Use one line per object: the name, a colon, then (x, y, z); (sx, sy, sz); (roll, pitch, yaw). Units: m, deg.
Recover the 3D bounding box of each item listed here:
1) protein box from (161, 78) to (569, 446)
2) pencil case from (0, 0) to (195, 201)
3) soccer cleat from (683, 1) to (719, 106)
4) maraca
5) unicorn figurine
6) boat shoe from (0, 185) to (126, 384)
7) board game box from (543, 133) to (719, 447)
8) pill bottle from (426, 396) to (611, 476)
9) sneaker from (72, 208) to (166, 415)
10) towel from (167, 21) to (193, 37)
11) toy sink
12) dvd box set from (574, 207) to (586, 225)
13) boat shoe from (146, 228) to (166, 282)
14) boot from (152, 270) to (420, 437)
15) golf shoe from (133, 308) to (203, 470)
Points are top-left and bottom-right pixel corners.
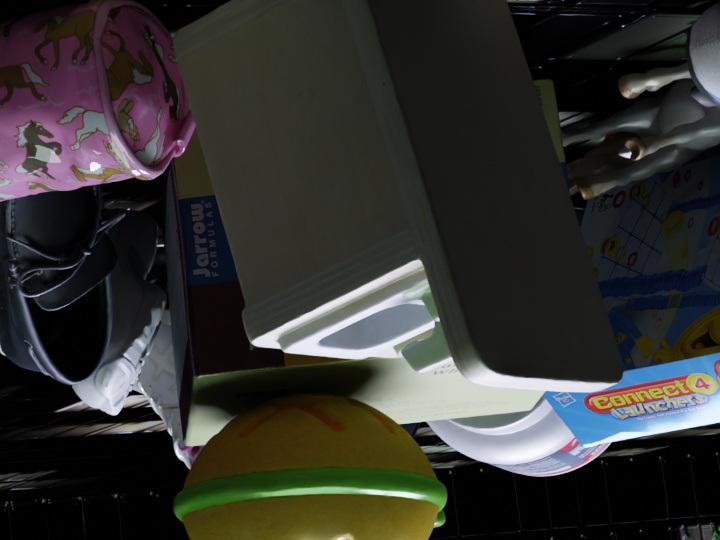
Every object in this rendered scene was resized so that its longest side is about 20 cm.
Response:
protein box: (0.000, 0.000, 1.486); (0.198, 0.136, 0.200); (-6, 168, -6)
pencil case: (-0.174, -0.065, 1.287); (0.199, 0.083, 0.086); (-12, 169, 26)
soccer cleat: (0.250, -0.101, 1.414); (0.199, 0.070, 0.086); (1, 168, -41)
maraca: (-0.022, 0.120, 1.446); (0.137, 0.107, 0.200); (-1, 169, 8)
unicorn figurine: (0.188, -0.081, 1.536); (0.137, 0.074, 0.200); (-13, -171, -29)
boat shoe: (-0.155, -0.016, 1.442); (0.075, 0.062, 0.200); (-34, 148, -30)
board game box: (0.213, -0.010, 1.584); (0.195, 0.200, 0.056); (-13, 132, 33)
pill bottle: (0.094, 0.060, 1.718); (0.119, 0.120, 0.200); (-9, 171, 12)
sneaker: (-0.166, 0.015, 1.599); (0.099, 0.078, 0.200); (20, -163, -15)
towel: (-0.041, -0.094, 1.402); (0.144, 0.023, 0.200); (-14, 168, 35)
toy sink: (0.014, -0.025, 1.255); (0.112, 0.201, 0.130); (-26, 163, 30)
dvd box set: (0.049, -0.007, 1.758); (0.200, 0.030, 0.146); (-14, 168, 43)
boat shoe: (-0.153, 0.011, 1.799); (0.199, 0.063, 0.075); (-6, 169, -11)
boot: (-0.019, 0.040, 1.695); (0.200, 0.077, 0.168); (31, 154, -17)
golf shoe: (-0.091, 0.075, 1.635); (0.200, 0.092, 0.075); (11, 150, 42)
